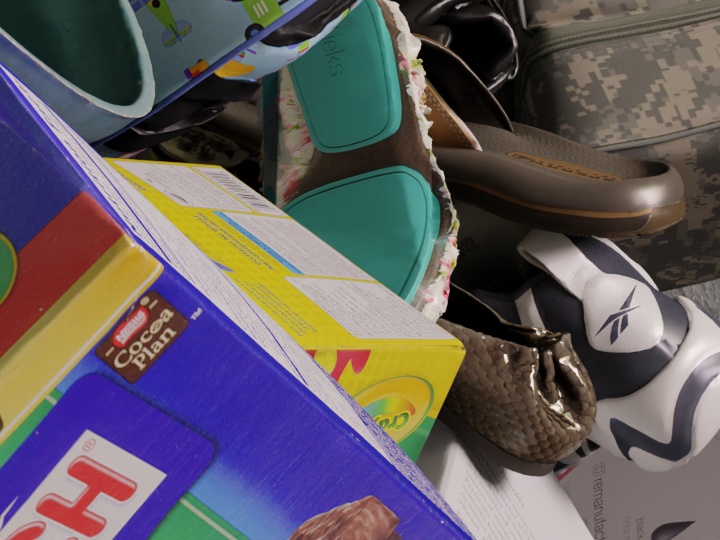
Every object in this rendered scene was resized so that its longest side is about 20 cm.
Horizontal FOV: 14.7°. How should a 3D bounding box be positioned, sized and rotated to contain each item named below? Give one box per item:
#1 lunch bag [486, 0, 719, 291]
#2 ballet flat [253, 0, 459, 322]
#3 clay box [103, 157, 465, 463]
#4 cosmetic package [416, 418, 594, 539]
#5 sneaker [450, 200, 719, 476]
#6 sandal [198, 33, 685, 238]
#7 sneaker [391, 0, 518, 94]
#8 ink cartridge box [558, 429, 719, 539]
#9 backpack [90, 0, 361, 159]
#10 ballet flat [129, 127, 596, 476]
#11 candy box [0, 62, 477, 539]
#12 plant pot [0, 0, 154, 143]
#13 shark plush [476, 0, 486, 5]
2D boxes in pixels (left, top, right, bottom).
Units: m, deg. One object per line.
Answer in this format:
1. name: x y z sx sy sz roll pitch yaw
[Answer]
1. lunch bag: 0.128 -0.095 1.321 0.200 0.139 0.168 79 1 -68
2. ballet flat: 0.001 -0.015 0.924 0.200 0.075 0.064 -86 163 -46
3. clay box: -0.078 0.011 0.757 0.115 0.048 0.200 36 22 35
4. cosmetic package: 0.025 0.126 0.981 0.102 0.071 0.200 58 22 -18
5. sneaker: 0.059 0.017 1.103 0.130 0.080 0.199 45 -11 -13
6. sandal: 0.025 -0.058 1.032 0.082 0.200 0.055 -38 139 -64
7. sneaker: 0.030 -0.091 1.208 0.076 0.091 0.200 59 20 -13
8. ink cartridge box: 0.181 0.091 1.225 0.083 0.200 0.147 54 23 -30
9. backpack: -0.061 -0.130 0.917 0.135 0.182 0.200 50 36 -18
10. ballet flat: 0.000 0.000 0.987 0.200 0.046 0.067 35 28 -1
11. candy box: -0.080 0.070 0.602 0.077 0.169 0.200 45 0 35
12. plant pot: -0.159 -0.078 0.624 0.200 0.134 0.200 53 10 -13
13. shark plush: 0.041 -0.186 1.382 0.200 0.091 0.083 41 1 -41
